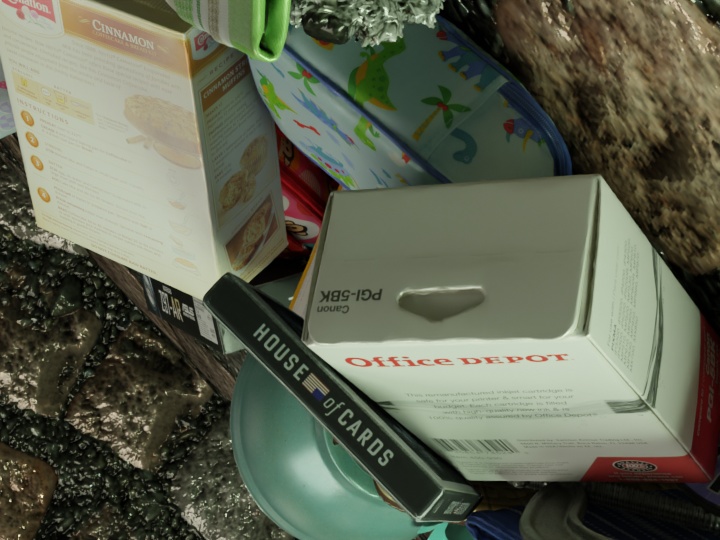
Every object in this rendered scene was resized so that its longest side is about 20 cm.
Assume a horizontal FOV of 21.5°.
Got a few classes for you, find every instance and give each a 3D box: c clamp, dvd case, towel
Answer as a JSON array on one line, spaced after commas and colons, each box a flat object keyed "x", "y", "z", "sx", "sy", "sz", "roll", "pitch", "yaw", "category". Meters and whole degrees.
[{"x": 0.166, "y": 0.134, "z": 1.006, "sx": 0.198, "sy": 0.027, "sz": 0.171, "roll": 14, "pitch": -166, "yaw": 17, "category": "c clamp"}, {"x": -0.004, "y": 0.072, "z": 0.985, "sx": 0.150, "sy": 0.025, "sz": 0.200, "roll": 44, "pitch": -179, "yaw": 11, "category": "dvd case"}, {"x": 0.173, "y": 0.157, "z": 1.041, "sx": 0.144, "sy": 0.198, "sz": 0.024, "roll": 27, "pitch": 113, "yaw": 55, "category": "towel"}, {"x": -0.064, "y": -0.183, "z": 0.865, "sx": 0.200, "sy": 0.030, "sz": 0.151, "roll": -139, "pitch": 45, "yaw": -65, "category": "towel"}]

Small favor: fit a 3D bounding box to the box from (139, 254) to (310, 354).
[{"x": -0.065, "y": 0.005, "z": 1.429, "sx": 0.200, "sy": 0.159, "sz": 0.044, "roll": -159, "pitch": 54, "yaw": -67, "category": "box"}]

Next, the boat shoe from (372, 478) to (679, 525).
[{"x": 0.093, "y": 0.138, "z": 1.135, "sx": 0.072, "sy": 0.198, "sz": 0.073, "roll": 116, "pitch": 147, "yaw": -40, "category": "boat shoe"}]

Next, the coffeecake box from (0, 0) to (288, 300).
[{"x": -0.130, "y": -0.097, "z": 1.123, "sx": 0.152, "sy": 0.073, "sz": 0.201, "roll": 23, "pitch": 138, "yaw": 27, "category": "coffeecake box"}]

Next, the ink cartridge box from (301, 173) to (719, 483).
[{"x": 0.082, "y": 0.034, "z": 0.932, "sx": 0.145, "sy": 0.084, "sz": 0.200, "roll": -2, "pitch": 155, "yaw": 27, "category": "ink cartridge box"}]

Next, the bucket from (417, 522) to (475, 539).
[{"x": 0.153, "y": 0.210, "z": 1.354, "sx": 0.207, "sy": 0.135, "sz": 0.207, "roll": 46, "pitch": 169, "yaw": 11, "category": "bucket"}]

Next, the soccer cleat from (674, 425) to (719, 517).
[{"x": 0.218, "y": 0.096, "z": 0.956, "sx": 0.200, "sy": 0.068, "sz": 0.074, "roll": 29, "pitch": 138, "yaw": 62, "category": "soccer cleat"}]

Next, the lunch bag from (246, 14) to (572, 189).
[{"x": 0.025, "y": -0.079, "z": 1.023, "sx": 0.200, "sy": 0.082, "sz": 0.161, "roll": 42, "pitch": 166, "yaw": 24, "category": "lunch bag"}]

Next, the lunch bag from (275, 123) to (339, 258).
[{"x": -0.090, "y": -0.073, "z": 1.313, "sx": 0.174, "sy": 0.083, "sz": 0.200, "roll": -5, "pitch": 158, "yaw": 24, "category": "lunch bag"}]

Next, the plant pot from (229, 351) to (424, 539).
[{"x": 0.014, "y": 0.111, "z": 1.403, "sx": 0.201, "sy": 0.200, "sz": 0.134, "roll": 49, "pitch": 165, "yaw": -7, "category": "plant pot"}]

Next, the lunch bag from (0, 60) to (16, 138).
[{"x": -0.219, "y": -0.201, "z": 1.272, "sx": 0.200, "sy": 0.168, "sz": 0.128, "roll": 65, "pitch": -174, "yaw": -62, "category": "lunch bag"}]

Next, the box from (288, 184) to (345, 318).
[{"x": 0.000, "y": 0.000, "z": 1.183, "sx": 0.041, "sy": 0.120, "sz": 0.200, "roll": 22, "pitch": -174, "yaw": -12, "category": "box"}]

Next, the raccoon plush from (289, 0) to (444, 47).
[{"x": -0.021, "y": -0.190, "z": 0.830, "sx": 0.200, "sy": 0.097, "sz": 0.134, "roll": 44, "pitch": 160, "yaw": 22, "category": "raccoon plush"}]
